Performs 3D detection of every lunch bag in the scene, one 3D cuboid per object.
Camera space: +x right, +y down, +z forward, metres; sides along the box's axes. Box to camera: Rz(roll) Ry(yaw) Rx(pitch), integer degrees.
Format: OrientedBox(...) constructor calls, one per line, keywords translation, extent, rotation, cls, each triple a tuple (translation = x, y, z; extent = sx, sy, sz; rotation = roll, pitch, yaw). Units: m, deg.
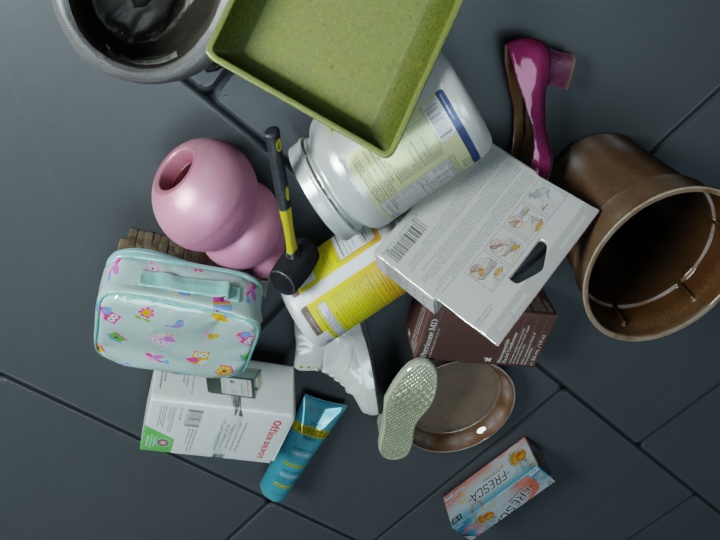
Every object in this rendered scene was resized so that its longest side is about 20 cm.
OrientedBox(translation=(-0.211, 0.053, 0.786), extent=(0.194, 0.079, 0.162), rotation=(11, 138, -16), cls="lunch bag")

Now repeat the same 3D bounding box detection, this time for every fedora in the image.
OrientedBox(translation=(-0.197, -0.283, 0.625), extent=(0.174, 0.091, 0.203), rotation=(25, 109, -26), cls="fedora")

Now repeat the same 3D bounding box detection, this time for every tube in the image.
OrientedBox(translation=(-0.099, 0.282, 1.059), extent=(0.076, 0.051, 0.203), rotation=(17, 114, -30), cls="tube")

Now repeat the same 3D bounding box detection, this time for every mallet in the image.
OrientedBox(translation=(-0.077, -0.069, 0.727), extent=(0.040, 0.066, 0.205), rotation=(16, 130, 21), cls="mallet")

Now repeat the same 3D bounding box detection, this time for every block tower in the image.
OrientedBox(translation=(-0.209, 0.001, 0.838), extent=(0.194, 0.059, 0.055), rotation=(11, 123, -19), cls="block tower")

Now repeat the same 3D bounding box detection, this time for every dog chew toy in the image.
OrientedBox(translation=(-0.148, -0.060, 0.772), extent=(0.123, 0.127, 0.200), rotation=(-33, 137, 13), cls="dog chew toy")

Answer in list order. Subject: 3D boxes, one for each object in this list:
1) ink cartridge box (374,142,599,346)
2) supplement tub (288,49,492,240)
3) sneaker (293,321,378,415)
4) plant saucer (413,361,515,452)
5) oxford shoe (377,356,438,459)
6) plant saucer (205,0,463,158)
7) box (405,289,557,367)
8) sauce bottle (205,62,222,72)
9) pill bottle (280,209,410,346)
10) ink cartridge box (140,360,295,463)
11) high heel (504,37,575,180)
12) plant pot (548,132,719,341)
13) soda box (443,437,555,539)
OrientedBox(translation=(0.141, -0.035, 0.746), extent=(0.201, 0.175, 0.045), rotation=(-47, 158, -15), cls="ink cartridge box")
OrientedBox(translation=(0.031, -0.141, 0.731), extent=(0.197, 0.147, 0.146), rotation=(-33, 124, 13), cls="supplement tub")
OrientedBox(translation=(-0.038, 0.133, 0.956), extent=(0.112, 0.074, 0.205), rotation=(-13, 118, 4), cls="sneaker")
OrientedBox(translation=(0.151, 0.212, 1.062), extent=(0.193, 0.035, 0.206), rotation=(-5, 124, -7), cls="plant saucer")
OrientedBox(translation=(0.064, 0.198, 0.980), extent=(0.073, 0.059, 0.204), rotation=(8, 127, -8), cls="oxford shoe")
OrientedBox(translation=(-0.018, -0.240, 0.631), extent=(0.195, 0.048, 0.205), rotation=(26, 87, -10), cls="plant saucer")
OrientedBox(translation=(0.172, 0.073, 0.949), extent=(0.193, 0.076, 0.103), rotation=(6, 124, -12), cls="box")
OrientedBox(translation=(-0.073, -0.248, 0.689), extent=(0.194, 0.065, 0.066), rotation=(-15, 126, -1), cls="sauce bottle")
OrientedBox(translation=(0.000, 0.000, 0.837), extent=(0.197, 0.110, 0.110), rotation=(-33, 124, 4), cls="pill bottle")
OrientedBox(translation=(-0.202, 0.196, 0.937), extent=(0.194, 0.086, 0.148), rotation=(12, 136, -18), cls="ink cartridge box")
OrientedBox(translation=(0.186, -0.169, 0.789), extent=(0.093, 0.067, 0.207), rotation=(2, 109, -24), cls="high heel")
OrientedBox(translation=(0.327, -0.057, 0.812), extent=(0.193, 0.200, 0.206), rotation=(-5, 125, -7), cls="plant pot")
OrientedBox(translation=(0.246, 0.391, 1.178), extent=(0.199, 0.069, 0.063), rotation=(-43, 121, 17), cls="soda box")
